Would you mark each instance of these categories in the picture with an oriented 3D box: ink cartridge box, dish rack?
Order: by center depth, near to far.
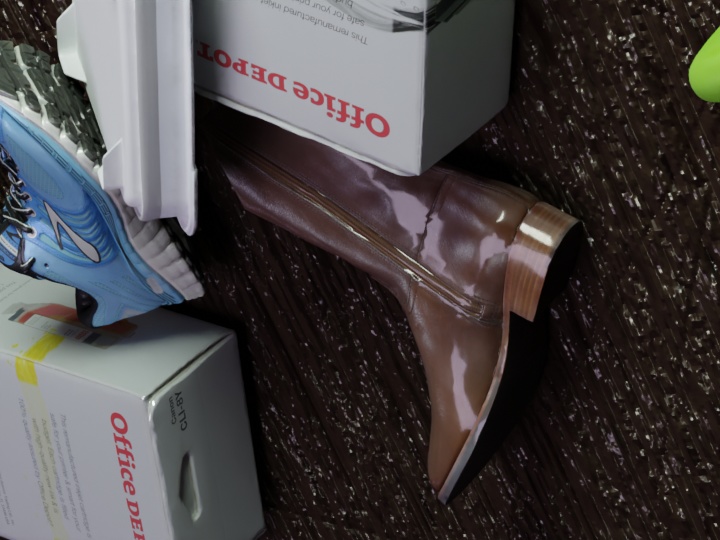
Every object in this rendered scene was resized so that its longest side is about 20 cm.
[{"bbox_3d":[-0.007,-0.163,1.069,0.144,0.084,0.201,25,132,28],"label":"ink cartridge box"},{"bbox_3d":[-0.117,-0.132,1.145,0.172,0.043,0.201,-113,19,-46],"label":"dish rack"},{"bbox_3d":[-0.162,0.090,1.379,0.199,0.083,0.146,16,128,33],"label":"ink cartridge box"}]

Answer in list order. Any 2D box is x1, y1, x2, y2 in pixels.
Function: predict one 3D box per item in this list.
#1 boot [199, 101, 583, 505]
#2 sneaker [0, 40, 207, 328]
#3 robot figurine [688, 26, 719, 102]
[{"bbox_3d":[0.000,0.000,1.197,0.199,0.064,0.187,29,122,18],"label":"boot"},{"bbox_3d":[-0.159,-0.033,1.237,0.200,0.090,0.079,55,-173,-42],"label":"sneaker"},{"bbox_3d":[0.224,-0.089,0.898,0.199,0.116,0.176,-13,113,45],"label":"robot figurine"}]
